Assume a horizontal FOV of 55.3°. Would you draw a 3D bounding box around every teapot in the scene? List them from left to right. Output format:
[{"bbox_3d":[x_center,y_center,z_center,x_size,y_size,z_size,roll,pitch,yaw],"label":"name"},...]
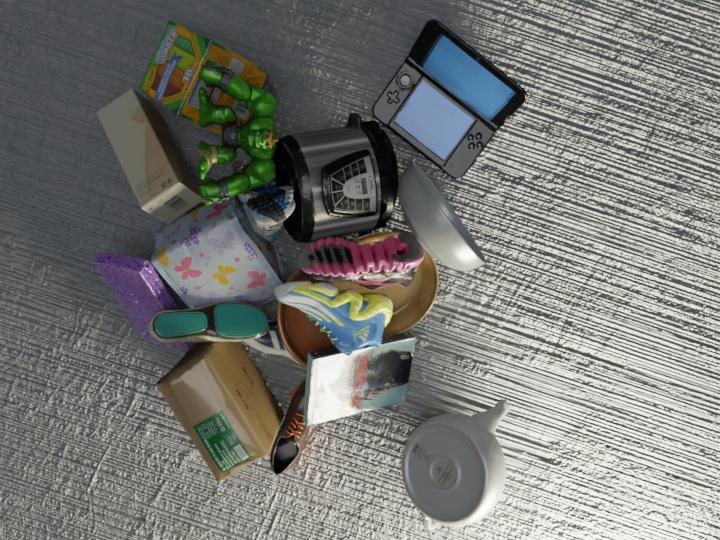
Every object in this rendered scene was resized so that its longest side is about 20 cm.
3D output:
[{"bbox_3d":[0.175,0.347,1.211,0.198,0.145,0.200,-19,75,30],"label":"teapot"}]

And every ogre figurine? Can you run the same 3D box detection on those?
[{"bbox_3d":[-0.183,-0.204,1.032,0.118,0.098,0.203,-1,85,-13],"label":"ogre figurine"}]

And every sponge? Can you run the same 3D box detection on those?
[{"bbox_3d":[-0.365,0.054,1.173,0.110,0.030,0.201,10,140,27],"label":"sponge"}]

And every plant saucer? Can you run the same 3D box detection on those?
[{"bbox_3d":[-0.054,0.078,1.191,0.198,0.037,0.203,4,82,-24],"label":"plant saucer"},{"bbox_3d":[0.032,0.021,1.157,0.197,0.036,0.203,-4,117,-8],"label":"plant saucer"}]

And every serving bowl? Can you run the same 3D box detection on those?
[{"bbox_3d":[0.120,-0.077,1.117,0.065,0.200,0.201,-35,96,13],"label":"serving bowl"}]

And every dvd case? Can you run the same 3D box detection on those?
[{"bbox_3d":[-0.001,0.186,1.181,0.198,0.022,0.148,-8,122,-25],"label":"dvd case"}]

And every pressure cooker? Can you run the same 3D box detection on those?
[{"bbox_3d":[-0.030,-0.147,1.114,0.197,0.176,0.180,-12,63,-20],"label":"pressure cooker"}]

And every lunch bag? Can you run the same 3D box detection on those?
[{"bbox_3d":[-0.234,-0.010,1.181,0.168,0.128,0.201,-27,124,8],"label":"lunch bag"}]

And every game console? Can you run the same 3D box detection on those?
[{"bbox_3d":[0.139,-0.272,1.125,0.199,0.118,0.171,37,98,-2],"label":"game console"}]

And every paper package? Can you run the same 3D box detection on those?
[{"bbox_3d":[-0.235,0.223,1.183,0.103,0.191,0.202,-29,98,8],"label":"paper package"}]

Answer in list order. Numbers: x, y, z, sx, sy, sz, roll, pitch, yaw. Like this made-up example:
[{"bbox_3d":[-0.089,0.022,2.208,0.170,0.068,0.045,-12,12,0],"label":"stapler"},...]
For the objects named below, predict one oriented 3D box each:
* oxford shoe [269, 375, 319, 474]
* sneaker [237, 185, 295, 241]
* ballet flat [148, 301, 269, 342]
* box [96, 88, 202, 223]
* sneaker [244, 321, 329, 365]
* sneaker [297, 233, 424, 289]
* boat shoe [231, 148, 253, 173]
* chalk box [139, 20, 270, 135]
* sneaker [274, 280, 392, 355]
[{"bbox_3d":[-0.107,0.279,1.244,0.070,0.073,0.202,22,99,0],"label":"oxford shoe"},{"bbox_3d":[-0.138,-0.085,1.070,0.074,0.200,0.088,-20,109,-12],"label":"sneaker"},{"bbox_3d":[-0.253,0.089,1.153,0.197,0.062,0.068,2,74,-20],"label":"ballet flat"},{"bbox_3d":[-0.349,-0.189,1.142,0.077,0.095,0.201,-32,74,5],"label":"box"},{"bbox_3d":[-0.129,0.108,1.220,0.198,0.075,0.085,22,99,-13],"label":"sneaker"},{"bbox_3d":[0.000,0.000,1.086,0.197,0.080,0.096,-2,142,-4],"label":"sneaker"},{"bbox_3d":[-0.181,-0.171,1.182,0.074,0.068,0.202,-26,96,6],"label":"boat shoe"},{"bbox_3d":[-0.265,-0.314,1.117,0.199,0.123,0.126,34,102,41],"label":"chalk box"},{"bbox_3d":[-0.043,0.078,1.089,0.197,0.076,0.107,9,81,-16],"label":"sneaker"}]
